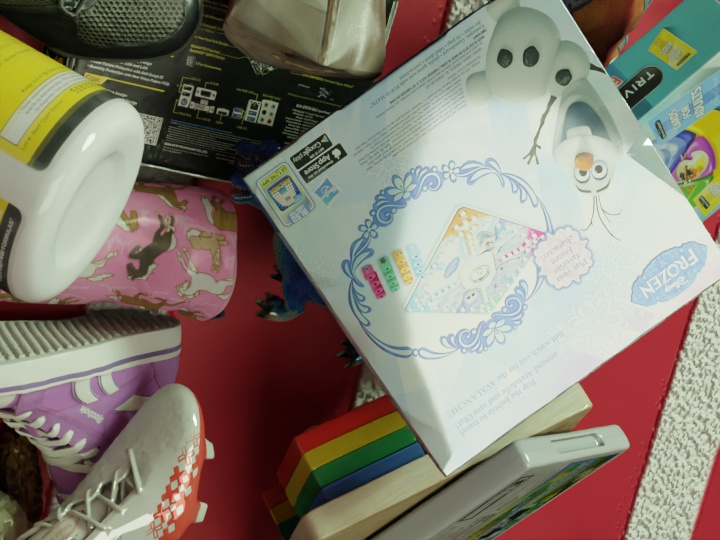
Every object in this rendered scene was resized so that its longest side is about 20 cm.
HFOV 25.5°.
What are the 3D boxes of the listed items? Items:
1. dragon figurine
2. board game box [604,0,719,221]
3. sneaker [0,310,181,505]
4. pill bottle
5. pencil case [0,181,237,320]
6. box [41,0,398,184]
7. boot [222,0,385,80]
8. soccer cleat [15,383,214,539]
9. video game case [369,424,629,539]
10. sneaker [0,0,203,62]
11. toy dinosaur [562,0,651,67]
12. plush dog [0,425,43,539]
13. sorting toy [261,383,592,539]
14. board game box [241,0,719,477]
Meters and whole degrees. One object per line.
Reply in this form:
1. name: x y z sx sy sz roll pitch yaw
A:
1. dragon figurine: 0.000 0.000 0.937 0.199 0.059 0.100 30 136 0
2. board game box: 0.164 -0.059 0.980 0.200 0.047 0.151 -41 146 6
3. sneaker: -0.173 0.088 0.913 0.200 0.072 0.116 -2 105 -58
4. pill bottle: -0.217 -0.077 0.799 0.199 0.112 0.113 30 95 7
5. pencil case: -0.169 -0.013 0.916 0.198 0.083 0.087 4 111 -31
6. box: -0.082 -0.135 0.938 0.198 0.049 0.161 9 102 -31
7. boot: 0.016 -0.181 0.903 0.185 0.064 0.202 14 63 -20
8. soccer cleat: -0.152 0.153 0.897 0.085 0.069 0.201 20 103 -43
9. video game case: 0.065 0.164 1.038 0.199 0.022 0.182 -38 161 22
10. sneaker: -0.172 -0.158 0.807 0.198 0.114 0.077 26 97 -15
11. toy dinosaur: 0.133 -0.153 0.992 0.104 0.201 0.183 1 122 -3
12. plush dog: -0.253 0.162 0.915 0.201 0.160 0.172 -53 149 -1
13. sorting toy: 0.025 0.132 1.037 0.198 0.070 0.199 -23 162 -22
14. board game box: 0.070 -0.026 0.881 0.199 0.043 0.200 -35 97 -2
